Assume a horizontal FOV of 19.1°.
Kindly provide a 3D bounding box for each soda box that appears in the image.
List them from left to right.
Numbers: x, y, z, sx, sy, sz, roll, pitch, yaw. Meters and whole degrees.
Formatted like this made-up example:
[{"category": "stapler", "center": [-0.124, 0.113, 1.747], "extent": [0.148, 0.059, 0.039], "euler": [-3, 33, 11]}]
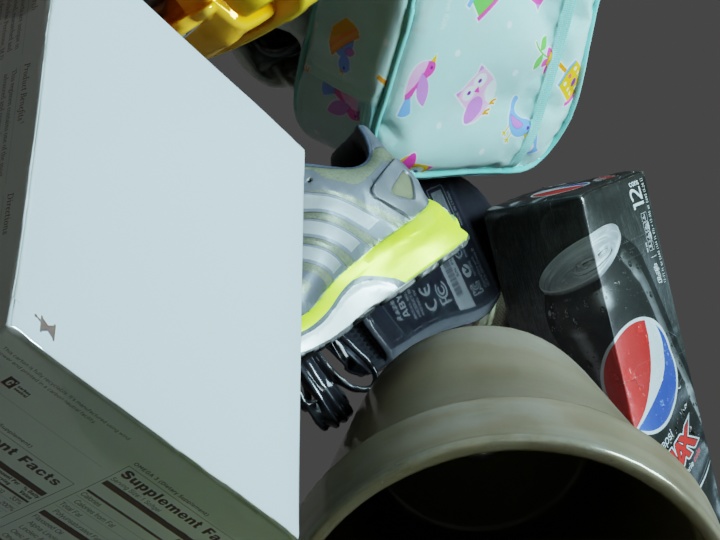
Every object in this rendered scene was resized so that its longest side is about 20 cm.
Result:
[{"category": "soda box", "center": [0.130, 0.053, 1.133], "extent": [0.063, 0.071, 0.201], "euler": [-22, 100, -47]}]

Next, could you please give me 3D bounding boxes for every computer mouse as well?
[{"category": "computer mouse", "center": [0.000, 0.000, 1.090], "extent": [0.200, 0.053, 0.139], "euler": [-18, 85, -51]}]

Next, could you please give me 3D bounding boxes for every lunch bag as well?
[{"category": "lunch bag", "center": [0.059, -0.147, 1.082], "extent": [0.160, 0.201, 0.077], "euler": [-2, 26, -43]}]

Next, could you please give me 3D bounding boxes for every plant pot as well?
[{"category": "plant pot", "center": [0.059, 0.117, 0.956], "extent": [0.200, 0.200, 0.174], "euler": [52, 15, -22]}]

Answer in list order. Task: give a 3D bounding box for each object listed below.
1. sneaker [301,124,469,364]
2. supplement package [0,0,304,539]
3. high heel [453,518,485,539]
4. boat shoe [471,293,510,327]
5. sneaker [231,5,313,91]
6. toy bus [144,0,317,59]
[{"category": "sneaker", "center": [-0.036, 0.000, 0.968], "extent": [0.081, 0.074, 0.200], "euler": [55, 43, 1]}, {"category": "supplement package", "center": [-0.109, 0.005, 0.813], "extent": [0.156, 0.111, 0.200], "euler": [41, 35, -37]}, {"category": "high heel", "center": [0.109, 0.202, 1.076], "extent": [0.096, 0.067, 0.200], "euler": [-4, 67, -50]}, {"category": "boat shoe", "center": [0.102, 0.048, 1.205], "extent": [0.072, 0.065, 0.200], "euler": [46, 33, -37]}, {"category": "sneaker", "center": [-0.034, -0.128, 1.131], "extent": [0.200, 0.073, 0.071], "euler": [24, 76, -57]}, {"category": "toy bus", "center": [-0.130, -0.156, 0.913], "extent": [0.200, 0.135, 0.192], "euler": [59, 40, -16]}]
